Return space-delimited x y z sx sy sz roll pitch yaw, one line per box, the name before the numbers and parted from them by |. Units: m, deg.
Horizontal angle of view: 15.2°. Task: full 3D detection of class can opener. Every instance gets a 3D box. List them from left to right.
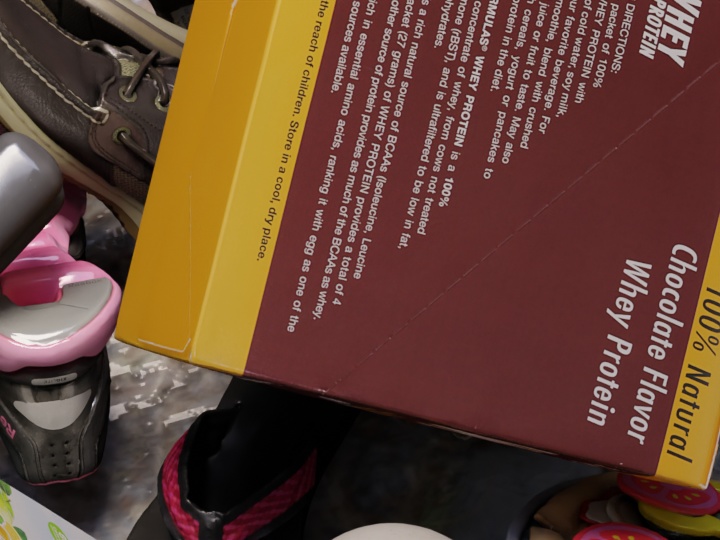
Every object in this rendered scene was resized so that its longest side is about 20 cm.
can opener | -0.174 0.040 1.013 0.067 0.053 0.200 41 78 5

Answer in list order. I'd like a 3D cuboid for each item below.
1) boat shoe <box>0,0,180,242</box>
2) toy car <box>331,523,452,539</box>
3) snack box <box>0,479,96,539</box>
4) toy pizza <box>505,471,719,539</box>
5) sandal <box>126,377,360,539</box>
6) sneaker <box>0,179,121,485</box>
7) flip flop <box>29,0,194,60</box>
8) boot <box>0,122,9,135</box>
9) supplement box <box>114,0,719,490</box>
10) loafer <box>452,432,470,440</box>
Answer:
boat shoe | -0.094 -0.064 1.129 0.065 0.200 0.073 -34 40 17
toy car | -0.014 0.185 0.908 0.200 0.150 0.175 -45 53 13
snack box | -0.177 0.157 0.924 0.200 0.142 0.053 -39 51 9
toy pizza | 0.152 0.122 1.000 0.200 0.032 0.200 14 24 -6
sandal | -0.048 0.082 1.096 0.075 0.045 0.200 13 51 14
sneaker | -0.140 0.025 1.133 0.079 0.096 0.200 -11 24 -7
flip flop | -0.062 -0.099 1.184 0.200 0.081 0.058 18 69 -11
boot | -0.170 -0.062 1.159 0.074 0.200 0.096 -40 67 14
supplement box | 0.038 -0.041 1.003 0.199 0.133 0.198 14 88 -17
loafer | 0.000 0.000 1.099 0.200 0.076 0.068 35 74 -16
